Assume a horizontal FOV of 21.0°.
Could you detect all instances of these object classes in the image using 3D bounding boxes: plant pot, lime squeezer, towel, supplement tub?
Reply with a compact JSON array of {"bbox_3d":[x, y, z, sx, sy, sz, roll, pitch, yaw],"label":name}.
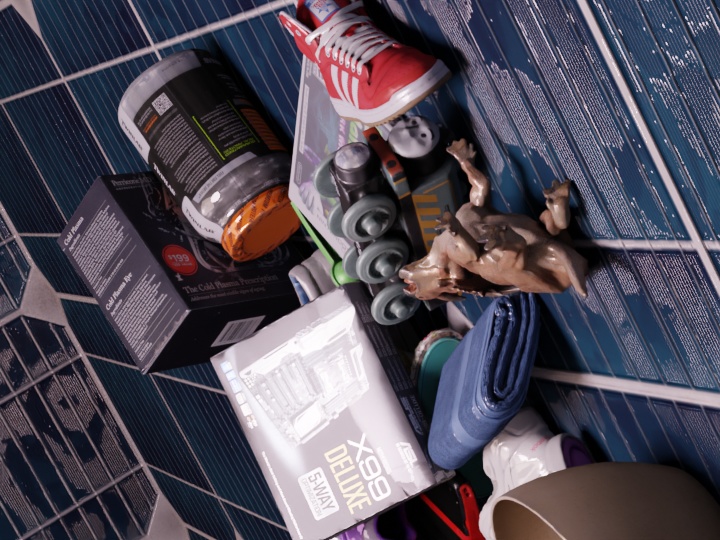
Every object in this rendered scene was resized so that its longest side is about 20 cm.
[{"bbox_3d":[0.213,0.226,1.499,0.200,0.134,0.200,52,162,24],"label":"plant pot"},{"bbox_3d":[0.000,0.000,1.805,0.200,0.038,0.071,28,141,39],"label":"lime squeezer"},{"bbox_3d":[0.106,0.098,1.648,0.048,0.112,0.200,16,159,-6],"label":"towel"},{"bbox_3d":[-0.145,-0.114,1.955,0.200,0.122,0.123,53,162,20],"label":"supplement tub"}]

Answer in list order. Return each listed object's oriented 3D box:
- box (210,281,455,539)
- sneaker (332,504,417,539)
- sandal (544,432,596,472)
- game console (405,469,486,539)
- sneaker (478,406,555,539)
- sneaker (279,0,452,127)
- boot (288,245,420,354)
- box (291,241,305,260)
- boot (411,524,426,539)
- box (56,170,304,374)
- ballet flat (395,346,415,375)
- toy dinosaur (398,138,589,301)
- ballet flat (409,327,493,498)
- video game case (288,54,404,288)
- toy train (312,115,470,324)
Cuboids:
[{"bbox_3d":[-0.026,0.133,1.772,0.050,0.157,0.201,-7,-110,-65],"label":"box"},{"bbox_3d":[0.002,0.189,1.837,0.088,0.080,0.201,-7,102,40],"label":"sneaker"},{"bbox_3d":[0.219,0.223,1.614,0.050,0.082,0.203,-34,85,30],"label":"sandal"},{"bbox_3d":[0.057,0.197,1.868,0.200,0.031,0.177,42,156,38],"label":"game console"},{"bbox_3d":[0.161,0.217,1.735,0.099,0.078,0.200,42,157,35],"label":"sneaker"},{"bbox_3d":[0.000,-0.178,1.531,0.113,0.071,0.200,60,165,-13],"label":"sneaker"},{"bbox_3d":[-0.004,0.062,1.897,0.074,0.095,0.200,24,141,62],"label":"boot"},{"bbox_3d":[-0.100,0.007,2.160,0.200,0.049,0.160,51,164,25],"label":"box"},{"bbox_3d":[0.098,0.304,1.950,0.069,0.174,0.200,-54,55,25],"label":"boot"},{"bbox_3d":[-0.175,-0.006,2.004,0.182,0.200,0.104,53,126,22],"label":"box"},{"bbox_3d":[0.057,0.125,1.878,0.071,0.071,0.200,36,158,52],"label":"ballet flat"},{"bbox_3d":[0.117,-0.012,1.476,0.200,0.086,0.136,21,152,39],"label":"toy dinosaur"},{"bbox_3d":[0.082,0.128,1.816,0.064,0.075,0.200,-126,17,-56],"label":"ballet flat"},{"bbox_3d":[-0.001,-0.080,1.715,0.182,0.023,0.200,48,148,30],"label":"video game case"},{"bbox_3d":[0.036,-0.041,1.564,0.085,0.114,0.200,56,170,41],"label":"toy train"}]
